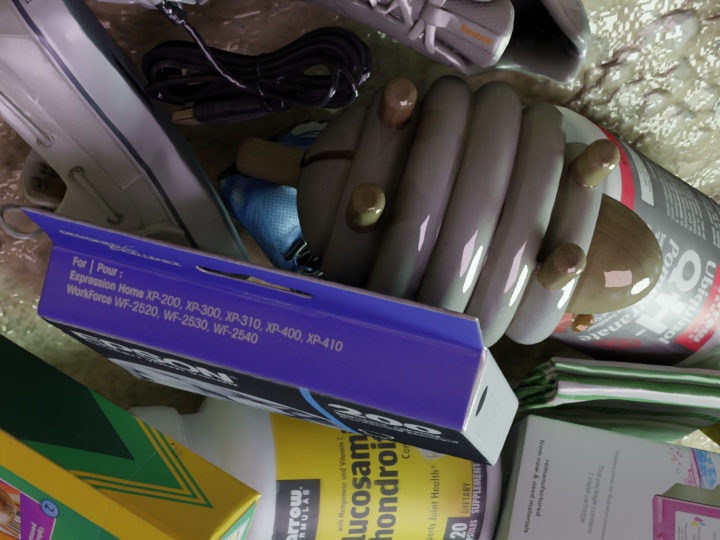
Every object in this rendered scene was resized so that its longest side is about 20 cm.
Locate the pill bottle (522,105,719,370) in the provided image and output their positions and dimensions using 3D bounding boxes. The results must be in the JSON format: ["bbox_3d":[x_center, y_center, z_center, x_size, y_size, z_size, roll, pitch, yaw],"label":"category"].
[{"bbox_3d":[0.141,-0.006,0.912,0.111,0.111,0.200,-45,137,20],"label":"pill bottle"}]

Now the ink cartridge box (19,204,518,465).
[{"bbox_3d":[-0.036,0.036,0.745,0.198,0.043,0.200,13,168,13],"label":"ink cartridge box"}]

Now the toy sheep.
[{"bbox_3d":[0.041,-0.029,0.760,0.200,0.138,0.138,21,128,-1],"label":"toy sheep"}]

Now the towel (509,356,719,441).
[{"bbox_3d":[0.152,0.081,0.975,0.152,0.023,0.200,4,167,-10],"label":"towel"}]

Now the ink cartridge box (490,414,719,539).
[{"bbox_3d":[0.175,0.150,0.980,0.200,0.085,0.145,13,168,-2],"label":"ink cartridge box"}]

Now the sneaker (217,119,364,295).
[{"bbox_3d":[0.000,0.000,0.858,0.079,0.089,0.200,-35,137,8],"label":"sneaker"}]

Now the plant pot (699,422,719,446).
[{"bbox_3d":[0.299,0.064,1.049,0.200,0.142,0.200,-15,138,-14],"label":"plant pot"}]

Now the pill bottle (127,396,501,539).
[{"bbox_3d":[-0.030,0.116,0.939,0.200,0.112,0.112,1,133,-19],"label":"pill bottle"}]

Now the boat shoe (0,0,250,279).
[{"bbox_3d":[-0.125,-0.046,0.754,0.086,0.075,0.202,-31,138,4],"label":"boat shoe"}]

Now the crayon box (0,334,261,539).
[{"bbox_3d":[-0.159,0.151,0.873,0.058,0.173,0.200,-48,164,-49],"label":"crayon box"}]

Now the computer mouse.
[{"bbox_3d":[-0.085,-0.139,0.669,0.110,0.044,0.200,-3,137,40],"label":"computer mouse"}]

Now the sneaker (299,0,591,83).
[{"bbox_3d":[0.023,-0.131,0.730,0.200,0.092,0.076,4,130,-32],"label":"sneaker"}]
